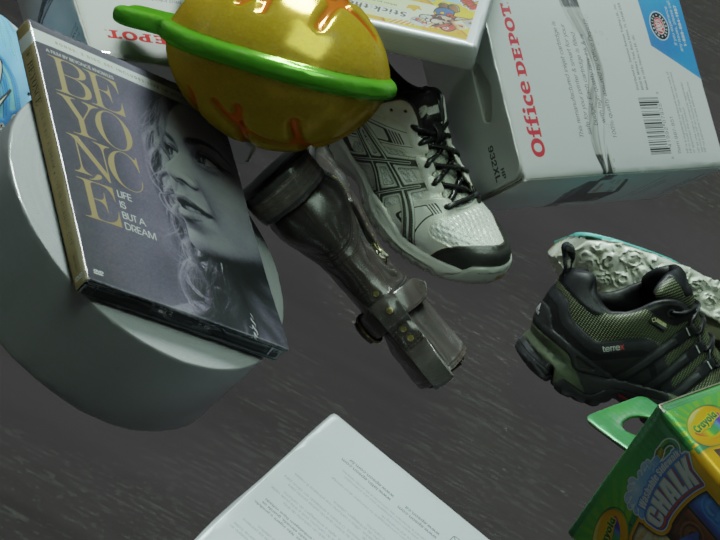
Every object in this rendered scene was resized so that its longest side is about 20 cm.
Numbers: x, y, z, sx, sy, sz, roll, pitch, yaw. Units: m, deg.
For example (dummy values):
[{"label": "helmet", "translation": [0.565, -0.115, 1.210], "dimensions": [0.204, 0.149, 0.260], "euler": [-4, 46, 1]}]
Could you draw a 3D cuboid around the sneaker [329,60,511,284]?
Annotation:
[{"label": "sneaker", "translation": [0.036, -0.078, 1.440], "dimensions": [0.200, 0.088, 0.075], "euler": [46, 39, 17]}]

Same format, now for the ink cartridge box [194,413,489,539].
[{"label": "ink cartridge box", "translation": [0.003, 0.195, 1.155], "dimensions": [0.199, 0.041, 0.200], "euler": [39, 39, 11]}]

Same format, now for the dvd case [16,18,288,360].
[{"label": "dvd case", "translation": [-0.120, -0.048, 1.213], "dimensions": [0.148, 0.016, 0.201], "euler": [21, 37, -41]}]

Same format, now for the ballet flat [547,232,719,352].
[{"label": "ballet flat", "translation": [0.222, 0.032, 1.458], "dimensions": [0.199, 0.072, 0.072], "euler": [18, 40, -14]}]

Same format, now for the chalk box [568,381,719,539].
[{"label": "chalk box", "translation": [0.223, 0.147, 1.283], "dimensions": [0.124, 0.124, 0.200], "euler": [-15, 57, -43]}]

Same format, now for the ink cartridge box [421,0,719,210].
[{"label": "ink cartridge box", "translation": [0.151, -0.126, 1.529], "dimensions": [0.199, 0.084, 0.146], "euler": [-5, 77, -37]}]

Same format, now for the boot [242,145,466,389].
[{"label": "boot", "translation": [0.000, 0.000, 1.343], "dimensions": [0.174, 0.069, 0.200], "euler": [49, 8, -7]}]

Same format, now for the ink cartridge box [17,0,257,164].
[{"label": "ink cartridge box", "translation": [-0.149, -0.173, 1.427], "dimensions": [0.145, 0.083, 0.201], "euler": [5, 44, -29]}]

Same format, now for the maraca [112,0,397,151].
[{"label": "maraca", "translation": [-0.064, -0.133, 1.277], "dimensions": [0.136, 0.108, 0.199], "euler": [10, 10, -45]}]

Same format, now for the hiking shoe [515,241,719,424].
[{"label": "hiking shoe", "translation": [0.207, 0.052, 1.382], "dimensions": [0.199, 0.101, 0.076], "euler": [19, 16, -14]}]

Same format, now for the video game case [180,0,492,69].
[{"label": "video game case", "translation": [-0.005, -0.209, 1.435], "dimensions": [0.198, 0.023, 0.183], "euler": [13, 37, 4]}]

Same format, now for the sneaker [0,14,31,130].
[{"label": "sneaker", "translation": [-0.231, -0.095, 1.297], "dimensions": [0.089, 0.078, 0.201], "euler": [24, 41, -19]}]

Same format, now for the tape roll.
[{"label": "tape roll", "translation": [-0.140, -0.007, 1.220], "dimensions": [0.200, 0.066, 0.201], "euler": [36, 30, -24]}]
